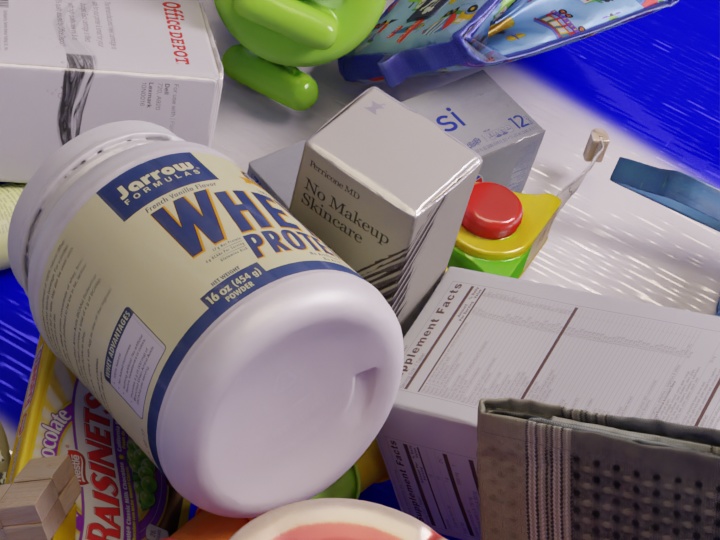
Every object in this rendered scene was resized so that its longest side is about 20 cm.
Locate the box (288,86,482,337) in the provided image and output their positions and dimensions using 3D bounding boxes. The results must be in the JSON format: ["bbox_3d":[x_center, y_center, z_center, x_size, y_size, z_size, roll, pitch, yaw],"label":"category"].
[{"bbox_3d":[0.000,0.000,1.195,0.082,0.200,0.068,34,50,18],"label":"box"}]

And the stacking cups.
[{"bbox_3d":[-0.059,0.131,1.135,0.060,0.061,0.200,37,42,20],"label":"stacking cups"}]

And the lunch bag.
[{"bbox_3d":[0.087,-0.173,1.427,0.200,0.094,0.150,-35,19,-29],"label":"lunch bag"}]

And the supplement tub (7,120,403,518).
[{"bbox_3d":[-0.087,0.021,1.118,0.145,0.145,0.200,-20,43,-30],"label":"supplement tub"}]

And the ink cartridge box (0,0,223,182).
[{"bbox_3d":[-0.194,-0.117,1.312,0.200,0.084,0.146,4,26,-12],"label":"ink cartridge box"}]

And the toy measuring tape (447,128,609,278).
[{"bbox_3d":[0.093,-0.043,1.356,0.074,0.074,0.200,28,46,12],"label":"toy measuring tape"}]

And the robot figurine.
[{"bbox_3d":[-0.041,-0.200,1.398,0.116,0.176,0.200,21,12,-8],"label":"robot figurine"}]

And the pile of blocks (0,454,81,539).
[{"bbox_3d":[-0.174,0.193,1.045,0.062,0.082,0.200,-8,63,21],"label":"pile of blocks"}]

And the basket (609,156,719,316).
[{"bbox_3d":[0.259,-0.017,1.298,0.200,0.139,0.176,21,6,-9],"label":"basket"}]

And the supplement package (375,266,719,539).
[{"bbox_3d":[0.121,0.087,1.147,0.200,0.110,0.114,11,48,31],"label":"supplement package"}]

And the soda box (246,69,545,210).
[{"bbox_3d":[0.019,-0.059,1.353,0.200,0.063,0.068,-25,58,-32],"label":"soda box"}]

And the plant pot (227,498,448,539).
[{"bbox_3d":[-0.020,0.216,0.999,0.200,0.177,0.201,7,46,-7],"label":"plant pot"}]

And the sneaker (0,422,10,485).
[{"bbox_3d":[-0.223,0.127,1.093,0.077,0.089,0.200,11,45,-4],"label":"sneaker"}]

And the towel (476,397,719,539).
[{"bbox_3d":[0.153,0.156,1.057,0.192,0.200,0.035,11,35,24],"label":"towel"}]

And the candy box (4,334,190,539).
[{"bbox_3d":[-0.141,0.103,1.165,0.102,0.026,0.200,21,43,-16],"label":"candy box"}]

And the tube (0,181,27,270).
[{"bbox_3d":[-0.194,-0.032,1.287,0.200,0.052,0.058,-19,87,-34],"label":"tube"}]
